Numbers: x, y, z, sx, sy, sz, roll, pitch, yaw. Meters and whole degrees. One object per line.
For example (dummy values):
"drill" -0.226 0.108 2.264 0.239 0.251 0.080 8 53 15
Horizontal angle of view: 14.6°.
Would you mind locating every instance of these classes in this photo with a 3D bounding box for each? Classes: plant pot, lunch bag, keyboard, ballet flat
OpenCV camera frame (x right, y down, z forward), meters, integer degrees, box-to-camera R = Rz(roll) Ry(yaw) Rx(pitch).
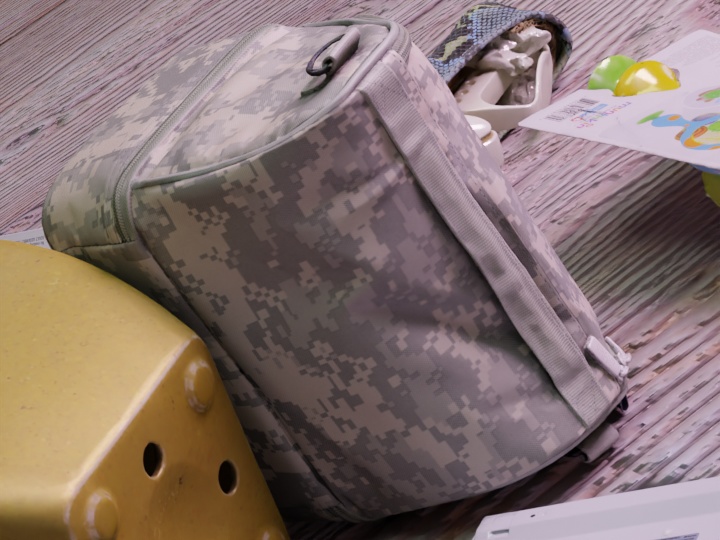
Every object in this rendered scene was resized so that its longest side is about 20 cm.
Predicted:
"plant pot" -0.145 0.105 1.105 0.199 0.195 0.196 -5 31 30
"lunch bag" 0.000 0.000 1.131 0.168 0.200 0.139 -7 33 51
"keyboard" 0.115 0.097 1.025 0.200 0.011 0.056 -14 32 36
"ballet flat" 0.051 -0.074 1.406 0.074 0.074 0.200 -12 31 38

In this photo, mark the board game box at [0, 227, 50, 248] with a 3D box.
"board game box" -0.121 0.048 1.270 0.200 0.045 0.135 -9 74 42

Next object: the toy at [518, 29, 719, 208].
"toy" 0.174 -0.054 1.214 0.115 0.047 0.200 -27 29 -28
